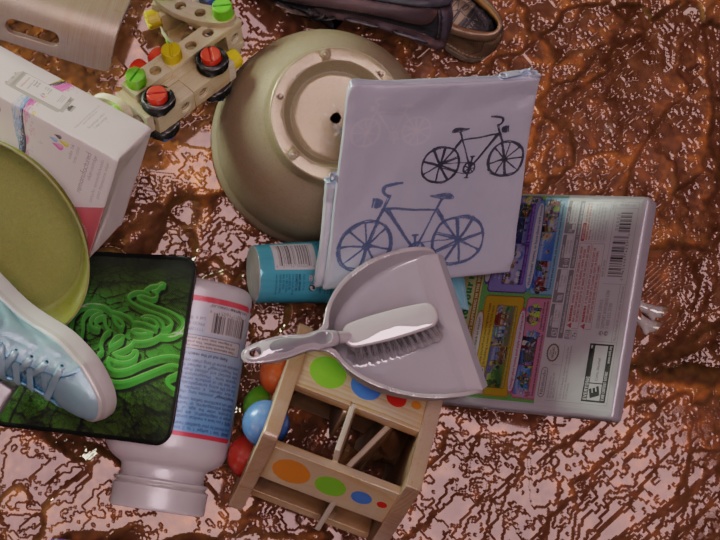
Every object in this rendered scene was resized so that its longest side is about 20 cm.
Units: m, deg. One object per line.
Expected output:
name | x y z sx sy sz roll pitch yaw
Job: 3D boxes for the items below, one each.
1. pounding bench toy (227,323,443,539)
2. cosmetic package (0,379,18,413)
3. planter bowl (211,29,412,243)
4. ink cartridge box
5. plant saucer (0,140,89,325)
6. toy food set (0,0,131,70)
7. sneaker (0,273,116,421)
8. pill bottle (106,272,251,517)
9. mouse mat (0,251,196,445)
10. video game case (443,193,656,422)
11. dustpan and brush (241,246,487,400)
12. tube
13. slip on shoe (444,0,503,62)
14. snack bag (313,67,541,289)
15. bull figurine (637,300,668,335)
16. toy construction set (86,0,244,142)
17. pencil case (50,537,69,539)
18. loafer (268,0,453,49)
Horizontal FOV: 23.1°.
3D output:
pounding bench toy | -0.019 0.118 1.537 0.156 0.124 0.200 21 49 -5
cosmetic package | -0.418 0.108 1.504 0.200 0.052 0.151 34 90 -4
planter bowl | -0.028 -0.126 1.561 0.200 0.135 0.201 1 83 -9
ink cartridge box | -0.292 -0.111 1.510 0.200 0.117 0.068 28 38 6
plant saucer | -0.314 -0.032 1.505 0.200 0.200 0.031 41 35 -2
toy food set | -0.257 -0.275 1.555 0.143 0.060 0.200 17 56 0
sneaker | -0.296 0.070 1.469 0.200 0.074 0.082 37 48 14
pill bottle | -0.161 0.109 1.526 0.109 0.109 0.200 10 82 -7
mouse mat | -0.231 0.062 1.510 0.200 0.008 0.161 3 81 30
video game case | 0.163 0.029 1.566 0.182 0.022 0.200 3 76 34
dustpan and brush | -0.003 0.056 1.464 0.200 0.057 0.140 -14 69 -11
tube | 0.000 0.000 1.572 0.200 0.050 0.078 -1 80 -16
slip on shoe | 0.047 -0.267 1.625 0.200 0.061 0.076 40 80 -3
snack bag | 0.056 -0.079 1.506 0.188 0.021 0.200 -5 119 -22
bull figurine | 0.208 0.034 1.608 0.121 0.065 0.200 39 90 1
toy construction set | -0.182 -0.182 1.556 0.131 0.092 0.200 39 79 25
pencil case | -0.183 0.281 1.515 0.200 0.086 0.084 8 79 -7
loafer | -0.012 -0.238 1.591 0.200 0.072 0.063 9 118 19
